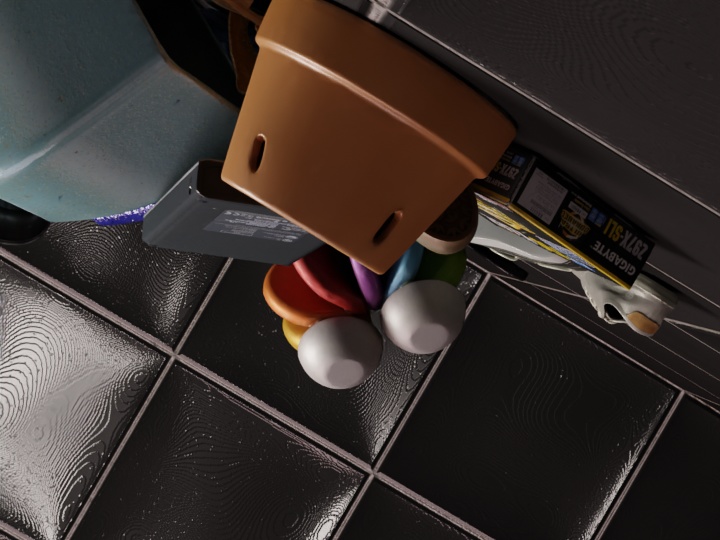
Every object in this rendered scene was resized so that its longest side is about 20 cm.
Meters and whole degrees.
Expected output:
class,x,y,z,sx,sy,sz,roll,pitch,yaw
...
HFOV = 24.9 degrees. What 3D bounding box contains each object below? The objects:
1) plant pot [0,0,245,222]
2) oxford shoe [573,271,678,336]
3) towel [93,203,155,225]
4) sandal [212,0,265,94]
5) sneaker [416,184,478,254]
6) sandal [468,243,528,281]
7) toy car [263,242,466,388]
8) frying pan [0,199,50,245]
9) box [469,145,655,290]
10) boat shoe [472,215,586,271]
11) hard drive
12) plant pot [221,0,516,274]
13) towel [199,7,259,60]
class,x,y,z,sx,sy,sz,roll,pitch,yaw
plant pot,-0.229,-0.152,1.324,0.196,0.199,0.196,59,-169,22
oxford shoe,0.259,0.023,1.683,0.075,0.058,0.200,28,-177,-20
towel,-0.135,-0.086,1.463,0.199,0.050,0.147,-8,-171,41
sandal,-0.088,-0.178,1.318,0.077,0.070,0.211,30,180,41
sneaker,0.024,-0.078,1.306,0.200,0.067,0.090,51,159,23
sandal,0.118,-0.053,1.648,0.075,0.048,0.201,29,-167,-32
toy car,0.000,0.000,1.582,0.176,0.199,0.150,-101,-15,-47
frying pan,-0.293,-0.084,1.413,0.115,0.031,0.190,47,-146,4
box,0.126,-0.064,1.348,0.159,0.050,0.200,29,-179,-37
boat shoe,0.137,-0.043,1.509,0.200,0.071,0.064,29,177,44
hard drive,-0.090,-0.043,1.331,0.139,0.033,0.200,8,167,-18
plant pot,-0.008,-0.091,1.169,0.199,0.141,0.200,32,-179,0
towel,-0.123,-0.146,1.569,0.112,0.048,0.201,31,139,52
